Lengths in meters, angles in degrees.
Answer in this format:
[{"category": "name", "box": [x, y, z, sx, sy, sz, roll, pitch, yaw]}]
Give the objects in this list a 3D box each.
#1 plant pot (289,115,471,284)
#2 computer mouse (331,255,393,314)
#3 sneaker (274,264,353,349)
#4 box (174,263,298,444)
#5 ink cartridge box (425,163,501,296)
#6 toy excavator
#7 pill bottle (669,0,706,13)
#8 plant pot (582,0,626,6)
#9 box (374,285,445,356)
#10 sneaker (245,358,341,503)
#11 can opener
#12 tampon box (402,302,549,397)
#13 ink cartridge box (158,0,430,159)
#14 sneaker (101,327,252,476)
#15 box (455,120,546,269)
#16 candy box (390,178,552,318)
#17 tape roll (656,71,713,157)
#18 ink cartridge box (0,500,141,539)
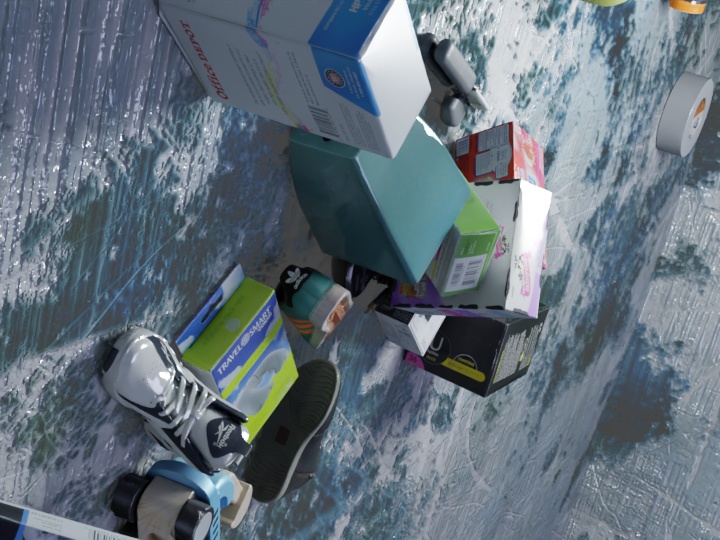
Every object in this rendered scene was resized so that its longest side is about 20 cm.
[{"category": "plant pot", "box": [0.012, -0.111, 1.227, 0.142, 0.141, 0.200, -58, 147, -20]}, {"category": "computer mouse", "box": [0.000, 0.000, 1.411, 0.200, 0.046, 0.141, -50, 149, -57]}, {"category": "sneaker", "box": [-0.059, 0.036, 1.295, 0.071, 0.080, 0.200, -50, 173, -14]}, {"category": "box", "box": [-0.132, 0.100, 1.219, 0.122, 0.048, 0.200, -54, 153, -28]}, {"category": "ink cartridge box", "box": [0.094, -0.075, 1.372, 0.059, 0.200, 0.104, -9, 137, -24]}, {"category": "toy excavator", "box": [-0.177, 0.262, 1.226, 0.200, 0.100, 0.195, -52, 154, -48]}, {"category": "pill bottle", "box": [0.676, -0.618, 2.182, 0.106, 0.106, 0.201, -33, 140, -51]}, {"category": "plant pot", "box": [0.360, -0.479, 1.583, 0.201, 0.200, 0.184, -65, 167, -4]}, {"category": "box", "box": [0.104, 0.011, 1.610, 0.200, 0.060, 0.117, -59, 154, -17]}, {"category": "sneaker", "box": [-0.074, 0.200, 1.408, 0.200, 0.075, 0.106, -61, 161, 9]}, {"category": "can opener", "box": [0.121, -0.244, 1.432, 0.067, 0.053, 0.200, -63, 155, -7]}, {"category": "tampon box", "box": [0.188, 0.102, 1.751, 0.200, 0.150, 0.127, -11, 120, -61]}, {"category": "ink cartridge box", "box": [-0.054, -0.192, 0.944, 0.085, 0.199, 0.145, -62, 156, -19]}, {"category": "sneaker", "box": [-0.167, 0.138, 1.078, 0.080, 0.129, 0.199, -53, 152, -30]}, {"category": "box", "box": [0.197, -0.095, 1.542, 0.095, 0.099, 0.201, 31, 52, -46]}, {"category": "candy box", "box": [0.143, -0.026, 1.431, 0.071, 0.200, 0.168, 17, 79, -43]}, {"category": "tape roll", "box": [0.795, -0.382, 2.680, 0.200, 0.066, 0.201, -45, 149, -38]}, {"category": "ink cartridge box", "box": [-0.289, 0.302, 0.918, 0.043, 0.198, 0.201, -140, -110, -74]}]
